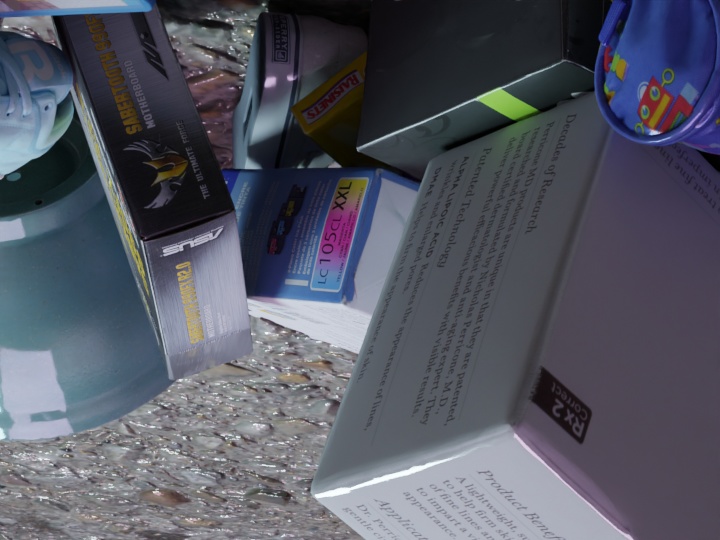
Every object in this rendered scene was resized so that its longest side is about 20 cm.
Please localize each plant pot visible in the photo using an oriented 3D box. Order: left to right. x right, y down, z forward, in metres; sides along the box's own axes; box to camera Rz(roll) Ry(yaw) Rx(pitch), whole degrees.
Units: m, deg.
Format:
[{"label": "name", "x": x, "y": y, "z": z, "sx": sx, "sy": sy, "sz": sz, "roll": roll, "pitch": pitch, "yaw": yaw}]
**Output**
[{"label": "plant pot", "x": -0.194, "y": -0.017, "z": 1.367, "sx": 0.199, "sy": 0.201, "sz": 0.135, "roll": 2, "pitch": 131, "yaw": 10}]

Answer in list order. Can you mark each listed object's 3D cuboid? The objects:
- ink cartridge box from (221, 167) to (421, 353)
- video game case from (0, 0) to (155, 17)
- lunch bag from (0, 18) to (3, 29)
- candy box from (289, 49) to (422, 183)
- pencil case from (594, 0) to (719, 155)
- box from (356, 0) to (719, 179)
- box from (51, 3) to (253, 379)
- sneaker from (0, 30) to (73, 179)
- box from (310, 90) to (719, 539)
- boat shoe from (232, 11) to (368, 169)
[{"label": "ink cartridge box", "x": 0.000, "y": 0.000, "z": 1.239, "sx": 0.136, "sy": 0.077, "sz": 0.200, "roll": 22, "pitch": 169, "yaw": -31}, {"label": "video game case", "x": -0.204, "y": -0.157, "z": 1.016, "sx": 0.199, "sy": 0.018, "sz": 0.143, "roll": 0, "pitch": 148, "yaw": 24}, {"label": "lunch bag", "x": -0.270, "y": -0.149, "z": 1.169, "sx": 0.175, "sy": 0.082, "sz": 0.200, "roll": 7, "pitch": 158, "yaw": -4}, {"label": "candy box", "x": 0.048, "y": -0.072, "z": 1.283, "sx": 0.102, "sy": 0.026, "sz": 0.200, "roll": -34, "pitch": 148, "yaw": 11}, {"label": "pencil case", "x": 0.185, "y": -0.085, "z": 1.029, "sx": 0.199, "sy": 0.078, "sz": 0.087, "roll": 7, "pitch": -158, "yaw": -45}, {"label": "box", "x": 0.121, "y": -0.100, "z": 1.139, "sx": 0.199, "sy": 0.125, "sz": 0.148, "roll": 21, "pitch": 153, "yaw": -35}, {"label": "box", "x": -0.110, "y": -0.068, "z": 1.165, "sx": 0.048, "sy": 0.201, "sz": 0.159, "roll": -17, "pitch": 155, "yaw": -8}, {"label": "sneaker", "x": -0.182, "y": -0.091, "z": 1.101, "sx": 0.082, "sy": 0.074, "sz": 0.200, "roll": -31, "pitch": 177, "yaw": 0}, {"label": "box", "x": 0.110, "y": 0.062, "z": 1.047, "sx": 0.130, "sy": 0.201, "sz": 0.199, "roll": -20, "pitch": 128, "yaw": 43}, {"label": "boat shoe", "x": -0.025, "y": -0.080, "z": 1.309, "sx": 0.086, "sy": 0.075, "sz": 0.202, "roll": 2, "pitch": 151, "yaw": -10}]
